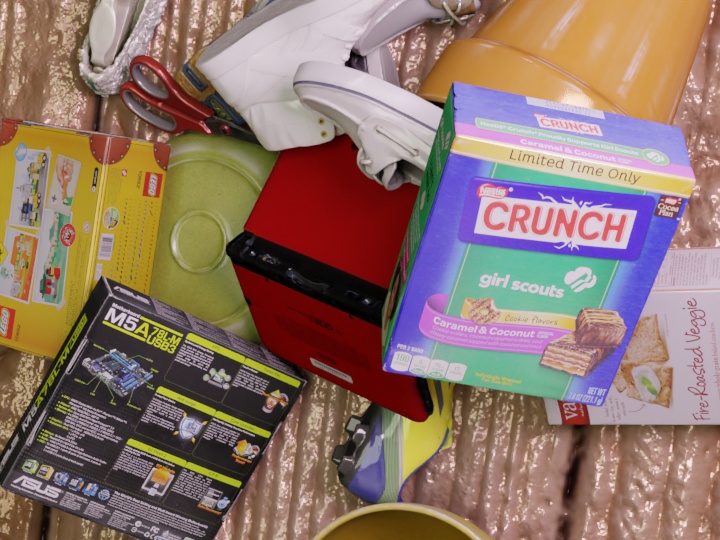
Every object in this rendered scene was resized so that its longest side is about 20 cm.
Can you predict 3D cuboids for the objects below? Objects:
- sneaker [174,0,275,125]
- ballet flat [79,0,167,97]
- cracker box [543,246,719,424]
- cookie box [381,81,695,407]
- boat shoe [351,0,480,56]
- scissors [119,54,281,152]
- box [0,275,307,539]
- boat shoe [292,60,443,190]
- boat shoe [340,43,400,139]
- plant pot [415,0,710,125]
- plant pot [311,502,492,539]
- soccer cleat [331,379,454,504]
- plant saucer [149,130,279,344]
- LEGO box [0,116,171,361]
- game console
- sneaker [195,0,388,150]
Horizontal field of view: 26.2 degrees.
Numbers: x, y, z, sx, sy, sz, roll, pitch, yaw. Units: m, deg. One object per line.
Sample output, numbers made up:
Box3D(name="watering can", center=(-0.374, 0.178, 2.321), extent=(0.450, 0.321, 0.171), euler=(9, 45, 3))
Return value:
Box3D(name="sneaker", center=(-0.078, -0.195, 1.330), extent=(0.199, 0.088, 0.075), euler=(-29, 112, 36))
Box3D(name="ballet flat", center=(-0.202, -0.251, 1.369), extent=(0.071, 0.072, 0.202), euler=(18, 95, 18))
Box3D(name="cracker box", center=(0.234, 0.052, 1.190), extent=(0.198, 0.058, 0.135), euler=(-2, 127, 20))
Box3D(name="cookie box", center=(0.117, -0.014, 1.074), extent=(0.169, 0.076, 0.201), euler=(10, 124, -9))
Box3D(name="boat shoe", center=(0.071, -0.236, 1.256), extent=(0.200, 0.075, 0.069), euler=(-40, 78, 2))
Box3D(name="scissors", center=(-0.125, -0.123, 1.345), extent=(0.199, 0.014, 0.073), euler=(30, 140, 10))
Box3D(name="box", center=(-0.176, 0.129, 1.309), extent=(0.199, 0.048, 0.194), euler=(25, 100, -27))
Box3D(name="boat shoe", center=(0.029, -0.091, 1.153), extent=(0.199, 0.072, 0.066), euler=(27, 81, 10))
Box3D(name="boat shoe", center=(0.008, -0.090, 1.293), extent=(0.060, 0.074, 0.202), euler=(-11, 84, 18))
Box3D(name="plant pot", center=(0.169, -0.154, 1.186), extent=(0.199, 0.200, 0.184), euler=(29, 84, 16))
Box3D(name="plant pot", center=(0.052, 0.277, 1.242), extent=(0.198, 0.142, 0.202), euler=(0, 91, 19))
Box3D(name="soccer cleat", center=(0.052, 0.106, 1.295), extent=(0.083, 0.065, 0.201), euler=(29, 96, -14))
Box3D(name="plant saucer", center=(-0.137, -0.025, 1.365), extent=(0.198, 0.031, 0.202), euler=(0, 90, 19))
Box3D(name="LEGO box", center=(-0.256, -0.024, 1.359), extent=(0.148, 0.077, 0.202), euler=(12, 95, 38))
Box3D(name="game console", center=(0.000, 0.000, 1.255), extent=(0.199, 0.119, 0.173), euler=(22, 142, 41))
Box3D(name="sneaker", center=(-0.022, -0.170, 1.227), extent=(0.199, 0.074, 0.116), euler=(-25, 114, 30))
